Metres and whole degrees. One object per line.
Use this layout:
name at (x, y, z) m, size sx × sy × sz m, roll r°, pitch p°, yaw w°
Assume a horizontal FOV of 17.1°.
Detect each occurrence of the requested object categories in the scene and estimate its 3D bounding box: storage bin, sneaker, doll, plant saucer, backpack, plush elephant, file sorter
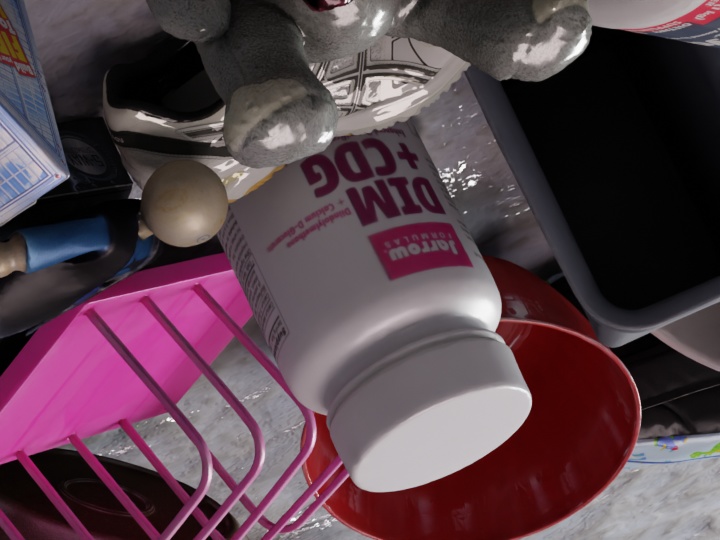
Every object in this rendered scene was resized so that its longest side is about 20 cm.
storage bin at (0.139, -0.062, 1.214) m, size 0.146 × 0.200 × 0.134 m, roll -24°, pitch 166°, yaw -5°
sneaker at (-0.027, -0.102, 1.100) m, size 0.200 × 0.076 × 0.088 m, roll -33°, pitch 144°, yaw 0°
doll at (-0.147, 0.005, 1.103) m, size 0.200 × 0.048 × 0.136 m, roll -30°, pitch 171°, yaw 18°
plant saucer at (-0.148, 0.142, 1.363) m, size 0.200 × 0.200 × 0.032 m, roll 4°, pitch 106°, yaw -47°
backpack at (0.191, 0.057, 1.528) m, size 0.200 × 0.163 × 0.154 m, roll -11°, pitch 166°, yaw -16°
plush elephant at (-0.014, -0.162, 0.920) m, size 0.165 × 0.200 × 0.155 m, roll -16°, pitch 130°, yaw -24°
file sorter at (-0.092, 0.085, 1.267) m, size 0.139 × 0.125 × 0.200 m, roll -49°, pitch 162°, yaw 27°

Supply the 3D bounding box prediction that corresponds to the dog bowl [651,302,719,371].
dog bowl at (0.217, -0.012, 1.361) m, size 0.059 × 0.200 × 0.200 m, roll -56°, pitch 169°, yaw -28°

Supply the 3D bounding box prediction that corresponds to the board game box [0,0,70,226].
board game box at (-0.178, -0.110, 0.791) m, size 0.062 × 0.200 × 0.200 m, roll -33°, pitch 155°, yaw 15°

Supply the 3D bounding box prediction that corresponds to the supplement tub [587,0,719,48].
supplement tub at (0.173, -0.170, 1.080) m, size 0.200 × 0.140 × 0.140 m, roll 3°, pitch 142°, yaw -46°

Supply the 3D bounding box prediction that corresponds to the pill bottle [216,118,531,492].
pill bottle at (0.000, 0.000, 1.172) m, size 0.113 × 0.200 × 0.113 m, roll -22°, pitch 155°, yaw -11°

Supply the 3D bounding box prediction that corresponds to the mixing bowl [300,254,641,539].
mixing bowl at (0.058, 0.064, 1.424) m, size 0.200 × 0.108 × 0.200 m, roll -5°, pitch 133°, yaw -5°

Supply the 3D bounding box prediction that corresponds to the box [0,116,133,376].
box at (-0.214, 0.010, 1.174) m, size 0.160 × 0.044 × 0.200 m, roll -11°, pitch 151°, yaw -29°
